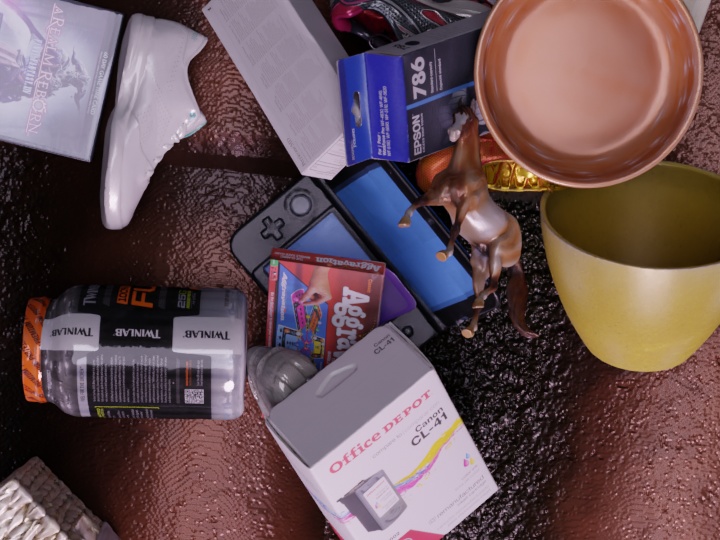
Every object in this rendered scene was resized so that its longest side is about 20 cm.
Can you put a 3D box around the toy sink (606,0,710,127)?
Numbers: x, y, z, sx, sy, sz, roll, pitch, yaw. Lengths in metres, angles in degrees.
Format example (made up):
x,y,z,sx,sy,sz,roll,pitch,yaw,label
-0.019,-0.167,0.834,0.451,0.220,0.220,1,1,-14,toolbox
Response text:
x,y,z,sx,sy,sz,roll,pitch,yaw,label
0.242,-0.234,1.567,0.112,0.130,0.200,18,97,-4,toy sink

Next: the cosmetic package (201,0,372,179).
x,y,z,sx,sy,sz,roll,pitch,yaw,label
-0.059,-0.184,1.543,0.083,0.051,0.200,-41,65,23,cosmetic package

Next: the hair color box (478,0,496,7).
x,y,z,sx,sy,sz,roll,pitch,yaw,label
0.157,-0.339,1.585,0.101,0.061,0.200,38,95,-6,hair color box

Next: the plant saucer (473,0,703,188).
x,y,z,sx,sy,sz,roll,pitch,yaw,label
0.194,-0.172,1.485,0.200,0.037,0.201,-1,97,-7,plant saucer

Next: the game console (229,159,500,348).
x,y,z,sx,sy,sz,roll,pitch,yaw,label
0.000,0.000,1.589,0.171,0.118,0.200,-39,96,2,game console

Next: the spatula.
x,y,z,sx,sy,sz,roll,pitch,yaw,label
-0.036,0.054,1.603,0.200,0.021,0.057,-32,103,27,spatula

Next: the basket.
x,y,z,sx,sy,sz,roll,pitch,yaw,label
-0.340,0.280,1.602,0.200,0.136,0.123,-38,93,2,basket

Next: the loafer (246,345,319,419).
x,y,z,sx,sy,sz,roll,pitch,yaw,label
-0.050,0.139,1.603,0.070,0.070,0.200,-43,136,-22,loafer

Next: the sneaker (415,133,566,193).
x,y,z,sx,sy,sz,roll,pitch,yaw,label
0.148,-0.103,1.564,0.200,0.077,0.073,-13,126,-6,sneaker

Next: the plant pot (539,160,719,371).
x,y,z,sx,sy,sz,roll,pitch,yaw,label
0.260,0.006,1.581,0.199,0.200,0.142,-1,122,-2,plant pot

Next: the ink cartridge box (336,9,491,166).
x,y,z,sx,sy,sz,roll,pitch,yaw,label
0.071,-0.158,1.491,0.200,0.039,0.100,-23,120,-31,ink cartridge box

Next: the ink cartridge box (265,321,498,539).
x,y,z,sx,sy,sz,roll,pitch,yaw,label
0.023,0.168,1.564,0.148,0.086,0.200,-39,137,-9,ink cartridge box

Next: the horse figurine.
x,y,z,sx,sy,sz,roll,pitch,yaw,label
0.100,-0.031,1.493,0.050,0.133,0.200,-8,129,36,horse figurine

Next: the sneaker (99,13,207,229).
x,y,z,sx,sy,sz,roll,pitch,yaw,label
-0.189,-0.131,1.594,0.088,0.075,0.201,11,95,-15,sneaker

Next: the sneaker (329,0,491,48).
x,y,z,sx,sy,sz,roll,pitch,yaw,label
0.063,-0.210,1.574,0.200,0.081,0.075,24,54,-6,sneaker

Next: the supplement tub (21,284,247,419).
x,y,z,sx,sy,sz,roll,pitch,yaw,label
-0.205,0.075,1.587,0.199,0.123,0.123,1,97,-3,supplement tub

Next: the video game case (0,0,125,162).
x,y,z,sx,sy,sz,roll,pitch,yaw,label
-0.332,-0.193,1.604,0.200,0.019,0.143,14,96,-3,video game case

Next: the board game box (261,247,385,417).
x,y,z,sx,sy,sz,roll,pitch,yaw,label
-0.036,0.067,1.586,0.103,0.019,0.200,7,131,2,board game box
